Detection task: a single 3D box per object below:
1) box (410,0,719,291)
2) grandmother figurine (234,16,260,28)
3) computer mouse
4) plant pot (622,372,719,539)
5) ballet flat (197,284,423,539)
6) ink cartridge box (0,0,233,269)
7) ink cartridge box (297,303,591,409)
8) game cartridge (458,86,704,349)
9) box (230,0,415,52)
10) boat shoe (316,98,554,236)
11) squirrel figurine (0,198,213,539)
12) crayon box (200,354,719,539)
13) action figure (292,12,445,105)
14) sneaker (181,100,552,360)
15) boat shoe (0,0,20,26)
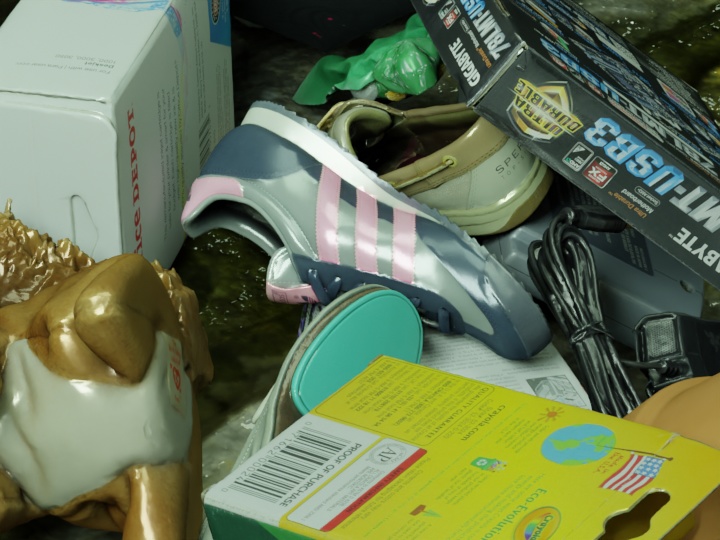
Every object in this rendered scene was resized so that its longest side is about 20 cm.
[{"bbox_3d":[0.119,-0.086,1.426,0.200,0.050,0.199,33,18,-25],"label":"box"},{"bbox_3d":[0.012,-0.182,1.714,0.199,0.061,0.121,-9,12,-21],"label":"grandmother figurine"},{"bbox_3d":[0.155,0.035,1.397,0.200,0.046,0.141,1,60,-47],"label":"computer mouse"},{"bbox_3d":[0.211,0.109,1.224,0.200,0.140,0.201,22,42,-21],"label":"plant pot"},{"bbox_3d":[-0.033,0.086,1.289,0.067,0.064,0.200,46,47,-23],"label":"ballet flat"},{"bbox_3d":[-0.132,-0.075,1.426,0.084,0.145,0.200,6,33,11],"label":"ink cartridge box"},{"bbox_3d":[0.055,0.076,1.368,0.109,0.050,0.200,-7,40,-23],"label":"ink cartridge box"},{"bbox_3d":[0.121,-0.032,1.506,0.133,0.042,0.200,31,27,-22],"label":"game cartridge"},{"bbox_3d":[-0.058,-0.214,1.556,0.199,0.122,0.106,18,68,-31],"label":"box"},{"bbox_3d":[0.007,-0.057,1.457,0.199,0.066,0.074,-6,40,37],"label":"boat shoe"},{"bbox_3d":[-0.170,0.056,1.268,0.186,0.142,0.200,-9,23,11],"label":"squirrel figurine"},{"bbox_3d":[0.048,0.105,1.165,0.200,0.051,0.127,14,38,41],"label":"crayon box"},{"bbox_3d":[0.022,-0.111,1.527,0.118,0.055,0.200,-31,4,0],"label":"action figure"},{"bbox_3d":[0.000,0.000,1.377,0.200,0.070,0.082,34,71,22],"label":"sneaker"},{"bbox_3d":[-0.199,-0.156,1.511,0.073,0.201,0.063,-16,74,4],"label":"boat shoe"}]
